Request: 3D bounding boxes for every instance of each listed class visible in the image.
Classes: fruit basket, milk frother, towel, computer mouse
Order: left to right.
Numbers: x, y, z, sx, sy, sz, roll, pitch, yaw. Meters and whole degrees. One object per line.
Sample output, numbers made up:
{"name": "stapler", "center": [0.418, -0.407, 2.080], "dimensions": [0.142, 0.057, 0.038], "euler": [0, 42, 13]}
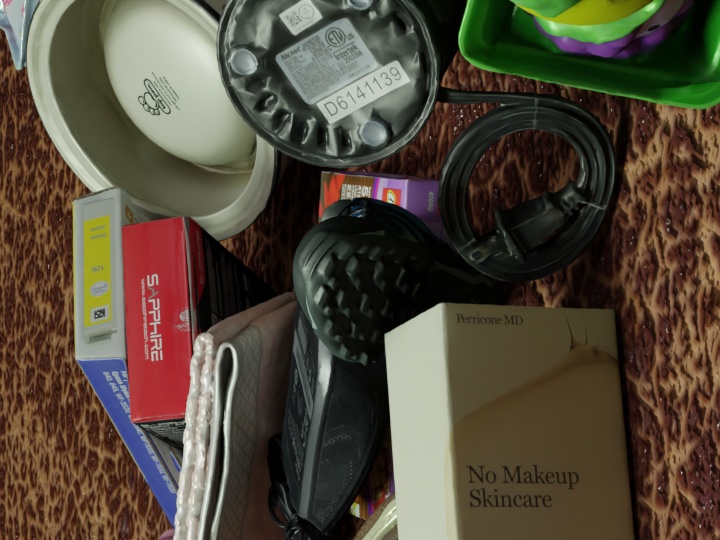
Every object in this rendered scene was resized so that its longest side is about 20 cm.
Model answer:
{"name": "towel", "center": [-0.066, 0.120, 1.727], "dimensions": [0.191, 0.032, 0.201], "euler": [-24, -58, -72]}
{"name": "computer mouse", "center": [-0.013, 0.085, 1.603], "dimensions": [0.139, 0.053, 0.200], "euler": [-102, 17, -49]}
{"name": "milk frother", "center": [0.047, -0.114, 1.485], "dimensions": [0.188, 0.180, 0.201], "euler": [-60, -44, -57]}
{"name": "fruit basket", "center": [0.119, -0.167, 1.259], "dimensions": [0.216, 0.155, 0.216], "euler": [-170, 90, -81]}

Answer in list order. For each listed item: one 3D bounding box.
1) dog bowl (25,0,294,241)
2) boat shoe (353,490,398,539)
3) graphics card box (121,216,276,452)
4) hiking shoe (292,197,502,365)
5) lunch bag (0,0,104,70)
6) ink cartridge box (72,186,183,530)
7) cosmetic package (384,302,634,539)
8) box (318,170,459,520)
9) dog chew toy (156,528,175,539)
{"name": "dog bowl", "center": [-0.116, -0.122, 1.831], "dimensions": [0.200, 0.074, 0.201], "euler": [20, 131, 25]}
{"name": "boat shoe", "center": [0.029, 0.192, 1.581], "dimensions": [0.075, 0.075, 0.203], "euler": [55, 143, 27]}
{"name": "graphics card box", "center": [-0.097, 0.051, 1.779], "dimensions": [0.200, 0.051, 0.126], "euler": [41, -138, -71]}
{"name": "hiking shoe", "center": [0.000, 0.000, 1.485], "dimensions": [0.087, 0.200, 0.074], "euler": [43, 96, 21]}
{"name": "lunch bag", "center": [-0.152, -0.237, 1.918], "dimensions": [0.127, 0.169, 0.201], "euler": [-124, 43, -58]}
{"name": "ink cartridge box", "center": [-0.134, 0.083, 1.836], "dimensions": [0.200, 0.047, 0.198], "euler": [-93, -15, -45]}
{"name": "cosmetic package", "center": [0.077, 0.122, 1.411], "dimensions": [0.073, 0.103, 0.201], "euler": [149, 119, -63]}
{"name": "box", "center": [0.011, 0.043, 1.661], "dimensions": [0.137, 0.039, 0.201], "euler": [-171, 84, -67]}
{"name": "dog chew toy", "center": [-0.123, 0.270, 1.876], "dimensions": [0.125, 0.124, 0.201], "euler": [134, 141, -59]}
